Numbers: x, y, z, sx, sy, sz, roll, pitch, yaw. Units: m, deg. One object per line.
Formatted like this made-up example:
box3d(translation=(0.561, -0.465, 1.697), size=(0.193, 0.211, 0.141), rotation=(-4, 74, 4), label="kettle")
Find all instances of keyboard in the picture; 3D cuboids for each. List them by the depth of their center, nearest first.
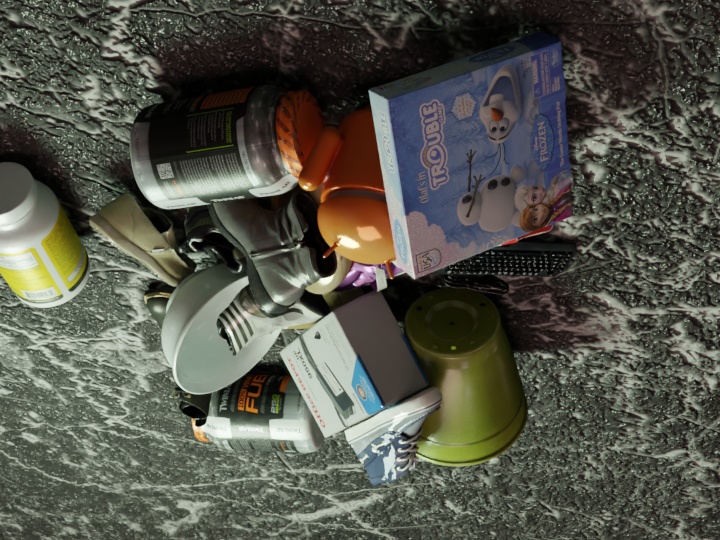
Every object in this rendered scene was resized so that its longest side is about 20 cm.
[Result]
box3d(translation=(0.169, 0.001, 1.521), size=(0.200, 0.040, 0.104), rotation=(2, 151, -13), label="keyboard")

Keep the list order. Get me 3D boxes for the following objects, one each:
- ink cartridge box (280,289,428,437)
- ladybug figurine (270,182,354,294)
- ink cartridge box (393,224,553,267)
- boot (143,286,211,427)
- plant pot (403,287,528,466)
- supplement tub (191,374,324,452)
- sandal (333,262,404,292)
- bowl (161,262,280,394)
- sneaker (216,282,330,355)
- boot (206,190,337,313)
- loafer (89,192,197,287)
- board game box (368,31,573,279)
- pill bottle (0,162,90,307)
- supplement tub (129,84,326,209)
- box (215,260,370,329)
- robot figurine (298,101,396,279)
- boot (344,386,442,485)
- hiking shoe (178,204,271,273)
box3d(translation=(-0.013, 0.131, 1.638), size=(0.084, 0.145, 0.200), rotation=(-24, 173, -30), label="ink cartridge box")
box3d(translation=(-0.047, -0.063, 1.436), size=(0.136, 0.072, 0.200), rotation=(35, 136, 36), label="ladybug figurine")
box3d(translation=(0.117, -0.084, 1.366), size=(0.200, 0.116, 0.067), rotation=(-14, 142, 30), label="ink cartridge box")
box3d(translation=(-0.261, 0.127, 1.772), size=(0.077, 0.138, 0.200), rotation=(-9, 143, 27), label="boot")
box3d(translation=(0.132, 0.132, 1.658), size=(0.200, 0.200, 0.193), rotation=(3, 136, 10), label="plant pot")
box3d(translation=(-0.161, 0.228, 1.922), size=(0.200, 0.123, 0.123), rotation=(-1, 147, 13), label="supplement tub")
box3d(translation=(0.006, 0.003, 1.533), size=(0.082, 0.050, 0.203), rotation=(26, 153, -20), label="sandal")
box3d(translation=(-0.197, 0.061, 1.612), size=(0.090, 0.201, 0.201), rotation=(38, 160, 28), label="bowl")
box3d(translation=(-0.124, 0.055, 1.569), size=(0.115, 0.076, 0.200), rotation=(-37, 163, 16), label="sneaker")
box3d(translation=(-0.099, -0.060, 1.397), size=(0.070, 0.200, 0.132), rotation=(-22, 167, -42), label="boot")
box3d(translation=(-0.269, -0.039, 1.571), size=(0.076, 0.068, 0.200), rotation=(40, 180, 32), label="loafer")
box3d(translation=(0.118, -0.116, 1.213), size=(0.199, 0.043, 0.200), rotation=(-21, 122, -17), label="board game box")
box3d(translation=(-0.433, -0.047, 1.561), size=(0.112, 0.113, 0.200), rotation=(3, 147, 10), label="pill bottle")
box3d(translation=(-0.145, -0.138, 1.337), size=(0.200, 0.123, 0.123), rotation=(-5, 145, 23), label="supplement tub")
box3d(translation=(-0.085, 0.033, 1.688), size=(0.200, 0.021, 0.164), rotation=(-2, 146, 19), label="box")
box3d(translation=(0.017, -0.094, 1.290), size=(0.117, 0.200, 0.144), rotation=(0, 156, 31), label="robot figurine")
box3d(translation=(0.060, 0.223, 1.598), size=(0.073, 0.090, 0.200), rotation=(-23, 173, -36), label="boot")
box3d(translation=(-0.129, -0.032, 1.521), size=(0.200, 0.101, 0.076), rotation=(12, 148, -6), label="hiking shoe")
